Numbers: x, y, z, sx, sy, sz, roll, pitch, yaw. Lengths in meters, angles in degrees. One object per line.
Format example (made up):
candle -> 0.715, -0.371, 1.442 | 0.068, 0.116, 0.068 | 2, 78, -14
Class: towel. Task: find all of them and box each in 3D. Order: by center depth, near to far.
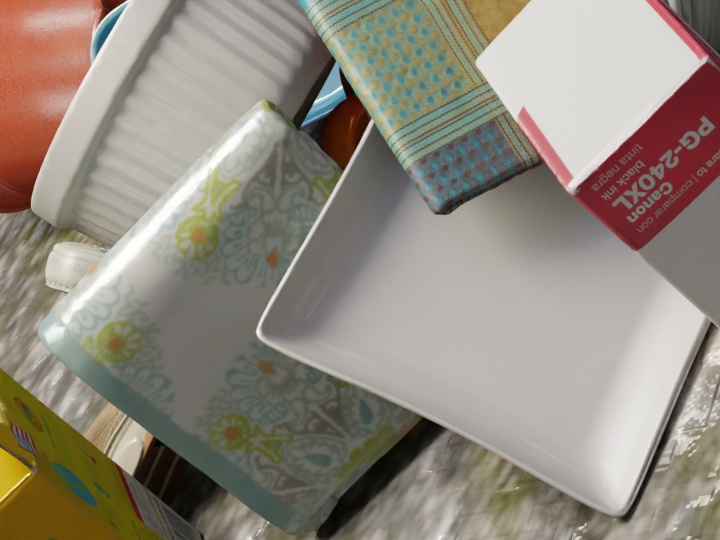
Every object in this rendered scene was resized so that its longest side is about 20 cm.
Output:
towel -> 0.048, -0.139, 1.136 | 0.146, 0.201, 0.022 | -27, -16, -14
towel -> -0.042, 0.030, 1.161 | 0.171, 0.200, 0.048 | -46, 30, 6

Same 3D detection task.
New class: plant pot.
plant pot -> -0.206, -0.147, 1.634 | 0.194, 0.201, 0.202 | -2, 51, 41

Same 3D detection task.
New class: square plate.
square plate -> 0.077, 0.000, 1.105 | 0.199, 0.199, 0.028 | -62, -6, -25

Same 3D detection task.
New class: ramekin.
ramekin -> -0.089, -0.092, 1.237 | 0.201, 0.105, 0.200 | -59, 2, 3

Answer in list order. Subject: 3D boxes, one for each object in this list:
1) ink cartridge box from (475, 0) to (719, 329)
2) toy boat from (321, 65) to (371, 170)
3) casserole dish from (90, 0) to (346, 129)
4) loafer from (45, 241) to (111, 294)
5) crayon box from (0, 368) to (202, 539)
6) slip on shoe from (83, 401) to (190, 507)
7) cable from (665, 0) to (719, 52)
ink cartridge box -> 0.161, -0.035, 0.989 | 0.083, 0.200, 0.145 | -45, 29, 10
toy boat -> 0.032, -0.096, 1.234 | 0.131, 0.131, 0.200 | -41, -8, -25
casserole dish -> -0.078, -0.134, 1.406 | 0.199, 0.122, 0.039 | -24, -4, 14
loafer -> -0.090, 0.047, 1.214 | 0.070, 0.199, 0.070 | -62, 27, -4
crayon box -> -0.155, 0.131, 1.193 | 0.051, 0.200, 0.127 | -44, 29, 4
slip on shoe -> -0.114, 0.068, 1.304 | 0.060, 0.076, 0.201 | 34, 104, 31
cable -> 0.120, -0.181, 1.225 | 0.069, 0.201, 0.200 | -31, 19, -24
